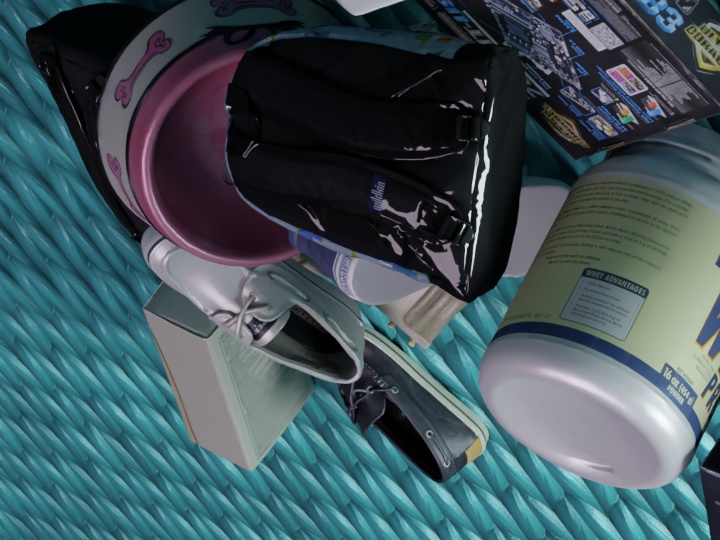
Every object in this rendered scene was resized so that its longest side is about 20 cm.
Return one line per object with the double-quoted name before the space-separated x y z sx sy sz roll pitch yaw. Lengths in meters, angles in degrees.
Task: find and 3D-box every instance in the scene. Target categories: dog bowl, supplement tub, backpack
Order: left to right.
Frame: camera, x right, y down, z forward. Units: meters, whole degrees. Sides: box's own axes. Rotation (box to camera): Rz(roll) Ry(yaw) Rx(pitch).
"backpack" -0.143 -0.095 1.877 0.163 0.153 0.201 25 134 43
"dog bowl" -0.077 -0.091 1.733 0.200 0.200 0.074 56 -178 -33
"backpack" 0.007 -0.082 1.604 0.199 0.154 0.164 9 104 20
"supplement tub" 0.176 0.020 1.589 0.144 0.201 0.145 24 156 12

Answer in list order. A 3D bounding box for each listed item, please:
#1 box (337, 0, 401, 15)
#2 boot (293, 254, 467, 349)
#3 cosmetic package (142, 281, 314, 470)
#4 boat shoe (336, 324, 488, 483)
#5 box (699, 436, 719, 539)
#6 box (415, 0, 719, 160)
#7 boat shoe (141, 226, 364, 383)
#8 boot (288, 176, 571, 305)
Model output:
"box" 0.029 -0.279 1.306 0.200 0.199 0.171 46 152 -20
"boot" 0.000 0.000 1.939 0.154 0.072 0.200 38 154 -8
"cosmetic package" -0.109 0.068 2.142 0.073 0.104 0.200 24 150 27
"boat shoe" 0.014 0.101 2.091 0.200 0.062 0.075 39 156 0
"box" 0.317 0.128 1.605 0.117 0.197 0.200 22 150 29
"box" 0.119 -0.163 1.532 0.200 0.050 0.198 45 161 -11
"boat shoe" -0.075 0.026 1.849 0.072 0.066 0.200 -39 129 23
"boot" 0.052 -0.036 1.722 0.090 0.199 0.073 38 131 47
